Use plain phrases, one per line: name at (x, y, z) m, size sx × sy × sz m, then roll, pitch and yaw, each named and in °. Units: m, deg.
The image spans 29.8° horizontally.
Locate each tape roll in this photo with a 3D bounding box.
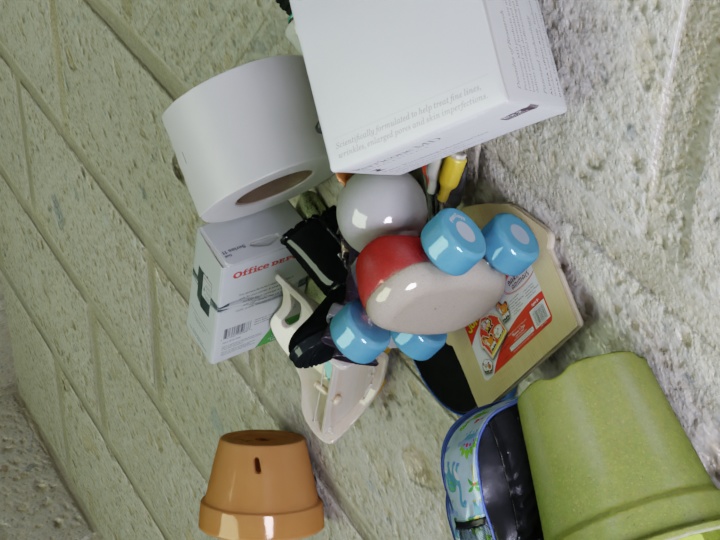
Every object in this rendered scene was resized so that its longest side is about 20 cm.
tape roll at (-0.132, -0.164, 1.702) m, size 0.141 × 0.200 × 0.202 m, roll 68°, pitch 154°, yaw 6°

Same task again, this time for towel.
towel at (-0.047, 0.004, 1.835) m, size 0.202 × 0.036 × 0.149 m, roll 62°, pitch 152°, yaw 18°

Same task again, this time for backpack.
backpack at (0.171, 0.230, 1.384) m, size 0.147 × 0.181 × 0.203 m, roll -23°, pitch 83°, yaw 63°

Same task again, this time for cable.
cable at (0.076, -0.064, 1.472) m, size 0.097 × 0.050 × 0.203 m, roll 39°, pitch 120°, yaw 58°

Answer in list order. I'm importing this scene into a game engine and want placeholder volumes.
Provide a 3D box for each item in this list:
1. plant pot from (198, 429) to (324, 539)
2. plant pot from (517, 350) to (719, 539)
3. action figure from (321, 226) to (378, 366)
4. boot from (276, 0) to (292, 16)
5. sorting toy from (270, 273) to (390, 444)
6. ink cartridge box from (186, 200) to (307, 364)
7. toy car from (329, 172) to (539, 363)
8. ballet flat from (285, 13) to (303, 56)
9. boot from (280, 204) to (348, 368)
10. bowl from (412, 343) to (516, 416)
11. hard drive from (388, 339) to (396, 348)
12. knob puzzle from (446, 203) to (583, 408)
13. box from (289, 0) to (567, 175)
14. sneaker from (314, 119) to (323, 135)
plant pot at (-0.153, 0.330, 2.115) m, size 0.199 × 0.197 × 0.142 m, roll 10°, pitch 99°, yaw 61°
plant pot at (0.232, 0.184, 1.249) m, size 0.201 × 0.198 × 0.186 m, roll 120°, pitch 136°, yaw -58°
action figure at (0.000, 0.000, 1.533) m, size 0.130 × 0.068 × 0.203 m, roll 100°, pitch 177°, yaw -70°
boot at (-0.031, -0.359, 1.398) m, size 0.202 × 0.166 × 0.077 m, roll 64°, pitch 154°, yaw 26°
sorting toy at (-0.056, 0.094, 1.776) m, size 0.180 × 0.106 × 0.201 m, roll 43°, pitch 151°, yaw 20°
ink cartridge box at (-0.151, 0.014, 1.838) m, size 0.083 × 0.145 × 0.201 m, roll 52°, pitch 147°, yaw 30°
toy car at (0.046, -0.039, 1.388) m, size 0.184 × 0.175 × 0.202 m, roll -44°, pitch 61°, yaw 33°
ballet flat at (-0.023, -0.218, 1.400) m, size 0.070 × 0.069 × 0.200 m, roll 66°, pitch -166°, yaw 10°
boot at (-0.042, 0.015, 1.657) m, size 0.163 × 0.197 × 0.074 m, roll 55°, pitch 148°, yaw 17°
bowl at (0.108, 0.075, 1.567) m, size 0.201 × 0.039 × 0.203 m, roll 44°, pitch 144°, yaw 45°
hard drive at (0.037, -0.031, 1.566) m, size 0.132 × 0.026 × 0.202 m, roll 105°, pitch 159°, yaw -58°
knob puzzle at (0.150, 0.019, 1.428) m, size 0.218 × 0.030 × 0.223 m, roll -3°, pitch 87°, yaw 56°
box at (0.058, -0.212, 1.250) m, size 0.197 × 0.130 × 0.203 m, roll -18°, pitch 82°, yaw 33°
sneaker at (0.016, -0.150, 1.404) m, size 0.079 × 0.200 × 0.076 m, roll 45°, pitch 106°, yaw 8°
